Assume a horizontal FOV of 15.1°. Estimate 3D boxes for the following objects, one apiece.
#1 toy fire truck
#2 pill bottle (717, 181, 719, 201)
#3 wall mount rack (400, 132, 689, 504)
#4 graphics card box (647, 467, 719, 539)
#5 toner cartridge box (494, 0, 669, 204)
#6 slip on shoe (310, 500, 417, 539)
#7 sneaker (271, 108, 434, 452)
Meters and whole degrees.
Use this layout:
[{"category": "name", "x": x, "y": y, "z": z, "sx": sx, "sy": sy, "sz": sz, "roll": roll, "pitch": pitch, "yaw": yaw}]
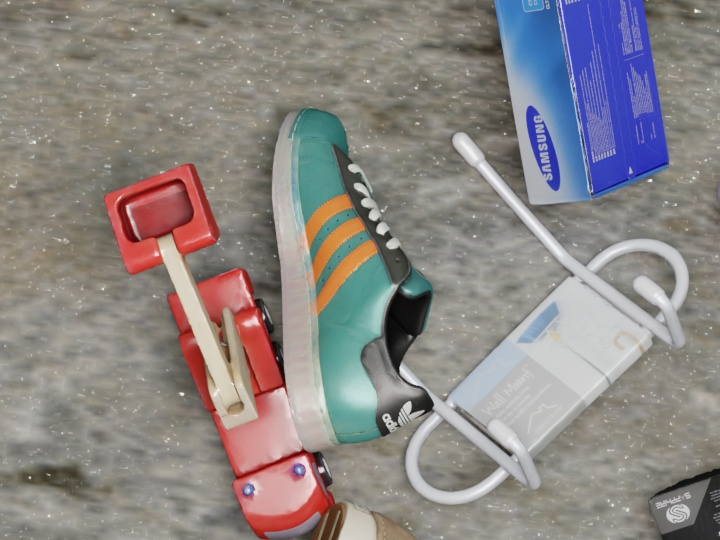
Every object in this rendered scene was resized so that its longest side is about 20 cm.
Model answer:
[{"category": "toy fire truck", "x": -0.070, "y": 0.048, "z": 1.429, "sx": 0.049, "sy": 0.141, "sz": 0.201, "roll": -21, "pitch": 87, "yaw": 3}, {"category": "pill bottle", "x": 0.286, "y": 0.019, "z": 1.502, "sx": 0.112, "sy": 0.112, "sz": 0.201, "roll": -23, "pitch": 88, "yaw": -10}, {"category": "wall mount rack", "x": 0.077, "y": 0.024, "z": 1.496, "sx": 0.200, "sy": 0.075, "sz": 0.174, "roll": -43, "pitch": 53, "yaw": -11}, {"category": "graphics card box", "x": 0.249, "y": 0.195, "z": 1.474, "sx": 0.051, "sy": 0.125, "sz": 0.201, "roll": -18, "pitch": 85, "yaw": -53}, {"category": "toner cartridge box", "x": 0.115, "y": -0.144, "z": 1.484, "sx": 0.095, "sy": 0.043, "sz": 0.201, "roll": -21, "pitch": 103, "yaw": -53}, {"category": "slip on shoe", "x": -0.023, "y": 0.222, "z": 1.414, "sx": 0.060, "sy": 0.076, "sz": 0.201, "roll": 27, "pitch": 72, "yaw": -15}, {"category": "sneaker", "x": 0.000, "y": 0.000, "z": 1.459, "sx": 0.080, "sy": 0.071, "sz": 0.201, "roll": -10, "pitch": 64, "yaw": 11}]
